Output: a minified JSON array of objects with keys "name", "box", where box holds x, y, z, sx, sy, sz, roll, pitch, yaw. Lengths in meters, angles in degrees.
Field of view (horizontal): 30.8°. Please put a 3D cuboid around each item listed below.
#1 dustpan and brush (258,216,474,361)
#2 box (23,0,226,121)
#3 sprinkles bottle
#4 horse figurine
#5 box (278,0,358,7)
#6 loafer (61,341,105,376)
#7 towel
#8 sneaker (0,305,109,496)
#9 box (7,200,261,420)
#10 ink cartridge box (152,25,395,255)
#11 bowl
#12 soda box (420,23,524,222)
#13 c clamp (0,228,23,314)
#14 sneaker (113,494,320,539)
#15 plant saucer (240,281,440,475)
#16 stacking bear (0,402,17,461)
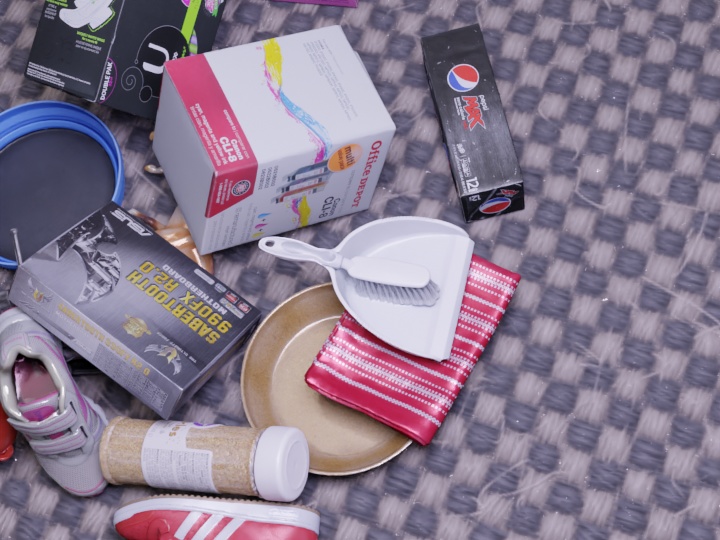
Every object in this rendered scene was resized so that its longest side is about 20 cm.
[{"name":"dustpan and brush","box":[0.000,0.000,1.260,0.198,0.057,0.141,10,67,12]},{"name":"box","box":[-0.241,-0.273,1.387,0.124,0.148,0.202,22,97,34]},{"name":"sprinkles bottle","box":[-0.150,0.178,1.242,0.198,0.068,0.069,1,65,23]},{"name":"horse figurine","box":[-0.188,-0.071,1.390,0.131,0.050,0.201,20,68,13]},{"name":"box","box":[-0.075,-0.419,1.505,0.174,0.097,0.202,6,68,12]},{"name":"loafer","box":[-0.284,0.089,1.319,0.198,0.072,0.064,-12,77,-9]},{"name":"towel","box":[0.050,0.058,1.273,0.144,0.023,0.201,26,72,17]},{"name":"sneaker","box":[-0.301,0.137,1.254,0.081,0.088,0.201,-25,106,2]},{"name":"box","box":[-0.218,0.034,1.278,0.199,0.049,0.158,36,36,7]},{"name":"ink cartridge box","box":[-0.089,-0.133,1.319,0.198,0.146,0.145,-17,63,-23]},{"name":"bowl","box":[-0.353,-0.090,1.432,0.198,0.039,0.203,-4,65,8]},{"name":"soda box","box":[0.118,-0.156,1.375,0.070,0.063,0.202,-13,65,2]},{"name":"c clamp","box":[-0.426,0.069,1.367,0.198,0.027,0.172,-19,83,1]},{"name":"sneaker","box":[-0.140,0.274,1.217,0.198,0.071,0.113,1,63,7]},{"name":"plant saucer","box":[-0.019,0.109,1.292,0.198,0.036,0.202,-3,66,7]},{"name":"stacking bear","box":[-0.434,0.134,1.281,0.198,0.114,0.122,13,46,-8]}]
